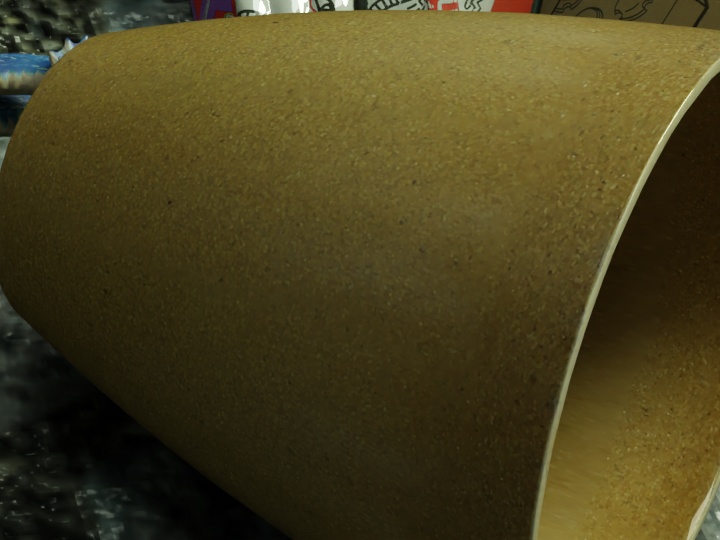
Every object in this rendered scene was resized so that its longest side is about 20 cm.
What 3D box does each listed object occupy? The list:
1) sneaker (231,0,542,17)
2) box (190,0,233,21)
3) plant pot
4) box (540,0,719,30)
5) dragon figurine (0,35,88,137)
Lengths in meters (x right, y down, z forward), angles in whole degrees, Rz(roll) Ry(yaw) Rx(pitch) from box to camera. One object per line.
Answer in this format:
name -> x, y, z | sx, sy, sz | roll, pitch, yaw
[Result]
sneaker -> 0.016, -0.123, 0.795 | 0.108, 0.202, 0.067 | 14, 0, 5
box -> -0.047, -0.199, 0.888 | 0.039, 0.137, 0.200 | 2, 41, -15
plant pot -> 0.000, 0.000, 0.659 | 0.199, 0.187, 0.186 | 18, 37, 22
box -> 0.094, -0.112, 0.819 | 0.021, 0.164, 0.200 | 6, 38, -37
dragon figurine -> -0.158, -0.080, 0.767 | 0.099, 0.059, 0.200 | -18, 44, -37
